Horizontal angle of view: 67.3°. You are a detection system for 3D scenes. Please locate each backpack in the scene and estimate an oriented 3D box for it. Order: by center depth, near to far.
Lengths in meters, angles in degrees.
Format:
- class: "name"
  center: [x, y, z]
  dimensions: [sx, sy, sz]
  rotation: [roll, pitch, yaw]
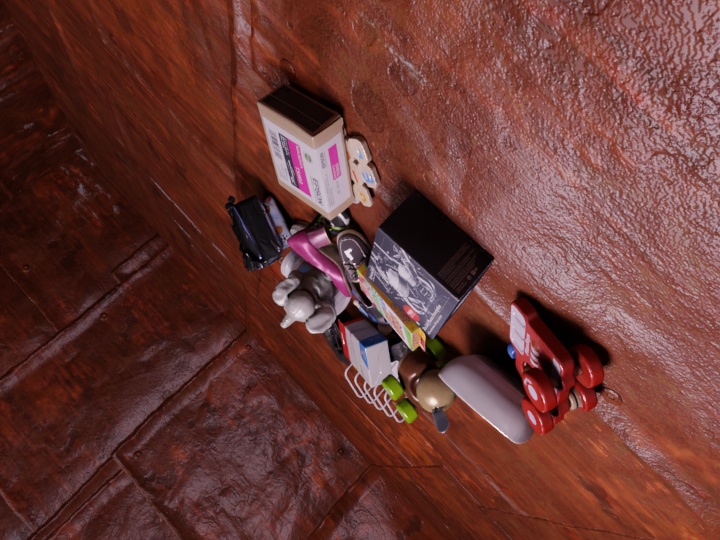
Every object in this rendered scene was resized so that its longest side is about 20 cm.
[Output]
- class: "backpack"
  center: [-0.274, -0.100, 1.463]
  dimensions: [0.205, 0.151, 0.190]
  rotation: [67, 158, 3]

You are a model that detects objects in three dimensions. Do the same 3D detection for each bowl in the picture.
- class: "bowl"
  center: [0.261, 0.233, 1.049]
  dimensions: [0.199, 0.076, 0.199]
  rotation: [38, -173, 27]

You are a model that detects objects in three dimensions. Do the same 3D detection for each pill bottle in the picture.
- class: "pill bottle"
  center: [-0.122, 0.029, 1.459]
  dimensions: [0.198, 0.109, 0.110]
  rotation: [35, 156, 28]

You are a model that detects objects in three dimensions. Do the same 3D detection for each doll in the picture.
- class: "doll"
  center: [0.025, 0.088, 1.362]
  dimensions: [0.134, 0.049, 0.202]
  rotation: [6, 140, 48]

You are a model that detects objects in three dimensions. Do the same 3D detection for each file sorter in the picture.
- class: "file sorter"
  center: [0.070, 0.329, 1.580]
  dimensions: [0.198, 0.124, 0.141]
  rotation: [19, 146, 50]

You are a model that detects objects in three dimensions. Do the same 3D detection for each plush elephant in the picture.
- class: "plush elephant"
  center: [-0.133, 0.077, 1.285]
  dimensions: [0.165, 0.155, 0.200]
  rotation: [46, 138, 3]

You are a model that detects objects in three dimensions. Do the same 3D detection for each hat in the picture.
- class: "hat"
  center: [-0.057, 0.177, 1.610]
  dimensions: [0.202, 0.080, 0.203]
  rotation: [51, 159, 28]

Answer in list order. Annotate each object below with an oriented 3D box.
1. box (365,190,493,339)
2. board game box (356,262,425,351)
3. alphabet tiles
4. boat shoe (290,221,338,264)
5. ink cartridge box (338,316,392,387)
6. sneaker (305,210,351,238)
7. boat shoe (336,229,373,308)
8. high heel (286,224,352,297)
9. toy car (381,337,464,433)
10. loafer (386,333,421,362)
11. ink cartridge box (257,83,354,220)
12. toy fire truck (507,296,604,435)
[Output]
- class: "box"
  center: [0.113, -0.003, 0.970]
  dimensions: [0.182, 0.104, 0.201]
  rotation: [43, 158, 13]
- class: "board game box"
  center: [0.063, 0.080, 1.103]
  dimensions: [0.200, 0.030, 0.096]
  rotation: [47, 166, 25]
- class: "alphabet tiles"
  center: [-0.041, -0.215, 1.026]
  dimensions: [0.198, 0.015, 0.199]
  rotation: [22, 144, 48]
- class: "boat shoe"
  center: [-0.117, -0.056, 1.362]
  dimensions: [0.198, 0.068, 0.076]
  rotation: [33, 155, 33]
- class: "ink cartridge box"
  center: [0.010, 0.203, 1.426]
  dimensions: [0.200, 0.065, 0.120]
  rotation: [-142, 39, -61]
- class: "sneaker"
  center: [-0.082, -0.090, 1.218]
  dimensions: [0.072, 0.083, 0.200]
  rotation: [46, 158, -2]
- class: "boat shoe"
  center: [0.000, 0.000, 1.202]
  dimensions: [0.066, 0.070, 0.203]
  rotation: [-93, -14, -49]
- class: "high heel"
  center: [-0.085, -0.012, 1.214]
  dimensions: [0.093, 0.068, 0.204]
  rotation: [-15, 121, 14]
- class: "toy car"
  center: [0.171, 0.275, 1.195]
  dimensions: [0.160, 0.163, 0.199]
  rotation: [58, 167, -28]
- class: "loafer"
  center: [0.092, 0.197, 1.407]
  dimensions: [0.198, 0.072, 0.074]
  rotation: [-7, 109, 59]
- class: "ink cartridge box"
  center: [-0.099, -0.219, 1.014]
  dimensions: [0.163, 0.075, 0.203]
  rotation: [37, 153, 31]
- class: "toy fire truck"
  center: [0.305, 0.160, 0.908]
  dimensions: [0.203, 0.109, 0.170]
  rotation: [73, 171, -48]
